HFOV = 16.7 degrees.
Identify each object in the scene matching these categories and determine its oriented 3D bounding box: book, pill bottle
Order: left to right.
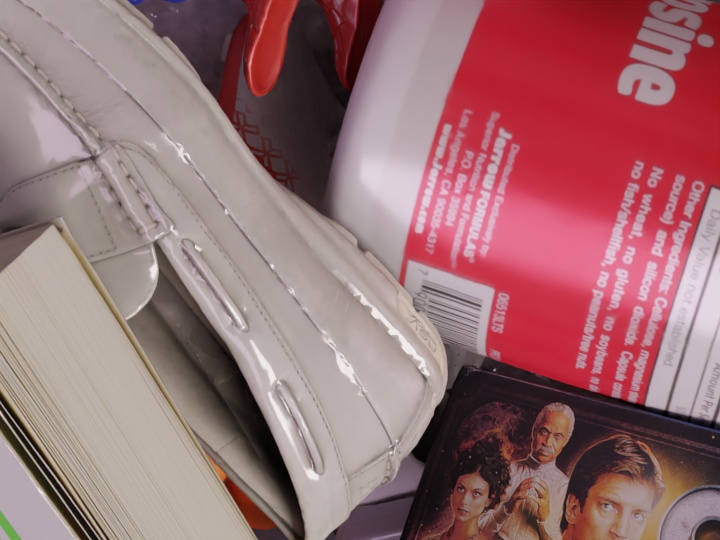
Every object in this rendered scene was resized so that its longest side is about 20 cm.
[{"bbox_3d":[-0.076,0.091,0.638,0.133,0.048,0.201,-12,116,47],"label":"book"},{"bbox_3d":[0.097,-0.014,0.672,0.198,0.113,0.113,19,134,9],"label":"pill bottle"}]

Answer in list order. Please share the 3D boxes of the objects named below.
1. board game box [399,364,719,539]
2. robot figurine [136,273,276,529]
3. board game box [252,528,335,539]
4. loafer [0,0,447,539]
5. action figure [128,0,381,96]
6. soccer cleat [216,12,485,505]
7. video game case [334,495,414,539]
[{"bbox_3d":[0.095,0.113,0.638,0.199,0.137,0.035,13,168,30],"label":"board game box"},{"bbox_3d":[-0.097,0.041,0.753,0.200,0.143,0.118,126,124,-74],"label":"robot figurine"},{"bbox_3d":[-0.051,0.167,0.930,0.147,0.064,0.201,-17,117,37],"label":"board game box"},{"bbox_3d":[-0.061,-0.012,0.620,0.200,0.070,0.070,43,151,-15],"label":"loafer"},{"bbox_3d":[-0.095,-0.066,0.705,0.199,0.065,0.100,23,106,32],"label":"action figure"},{"bbox_3d":[0.000,0.000,0.772,0.084,0.069,0.201,5,134,17],"label":"soccer cleat"},{"bbox_3d":[0.100,0.136,0.836,0.142,0.018,0.200,-16,128,29],"label":"video game case"}]
